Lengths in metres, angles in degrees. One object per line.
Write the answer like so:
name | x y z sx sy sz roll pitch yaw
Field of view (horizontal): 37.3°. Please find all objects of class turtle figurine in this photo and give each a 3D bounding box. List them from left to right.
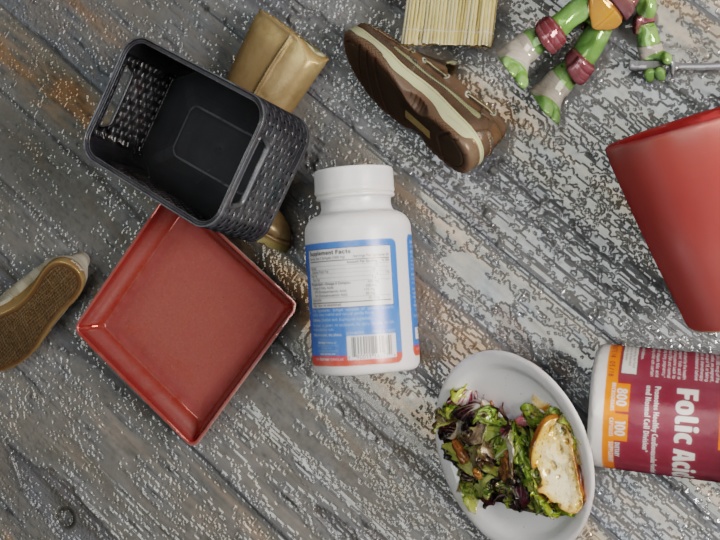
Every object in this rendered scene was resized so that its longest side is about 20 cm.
turtle figurine | 0.236 -0.218 0.983 0.193 0.143 0.201 -41 75 17

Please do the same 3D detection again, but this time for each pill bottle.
pill bottle | 0.000 0.000 1.075 0.110 0.112 0.205 -4 88 17
pill bottle | 0.311 0.133 0.972 0.196 0.114 0.117 4 91 18

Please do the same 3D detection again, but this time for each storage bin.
storage bin | -0.167 -0.132 1.081 0.198 0.093 0.137 30 96 27

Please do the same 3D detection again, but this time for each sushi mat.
sushi mat | 0.097 -0.318 1.071 0.094 0.012 0.204 3 77 18

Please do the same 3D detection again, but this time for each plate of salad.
plate of salad | 0.137 0.178 1.024 0.198 0.048 0.204 17 113 45

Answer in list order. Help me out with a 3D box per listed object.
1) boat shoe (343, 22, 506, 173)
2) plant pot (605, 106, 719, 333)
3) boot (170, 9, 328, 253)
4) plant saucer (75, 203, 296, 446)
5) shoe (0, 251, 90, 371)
boat shoe | 0.067 -0.185 1.085 0.074 0.075 0.203 -35 70 -20
plant pot | 0.333 -0.052 0.935 0.197 0.200 0.181 -15 94 17
boot | -0.096 -0.147 1.130 0.174 0.066 0.202 37 99 14
plant saucer | -0.189 0.051 1.175 0.199 0.037 0.201 40 102 14
shoe | -0.383 0.048 1.234 0.199 0.054 0.070 -38 112 18
